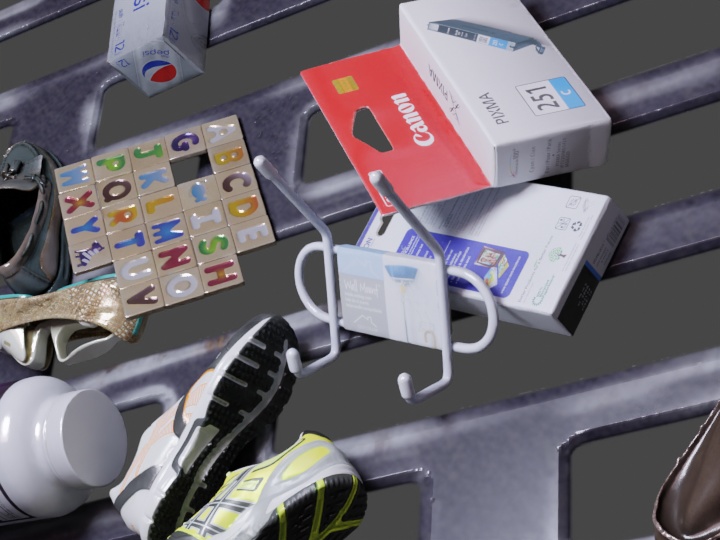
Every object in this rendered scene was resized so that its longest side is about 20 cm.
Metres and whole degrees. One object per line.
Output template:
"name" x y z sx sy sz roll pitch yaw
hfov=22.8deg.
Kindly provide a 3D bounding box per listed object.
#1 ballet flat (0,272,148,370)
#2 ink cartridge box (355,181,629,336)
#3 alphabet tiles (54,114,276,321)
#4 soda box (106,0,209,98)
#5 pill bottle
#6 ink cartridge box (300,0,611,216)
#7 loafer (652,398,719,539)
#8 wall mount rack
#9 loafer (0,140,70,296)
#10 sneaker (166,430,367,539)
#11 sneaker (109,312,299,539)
"ballet flat" -0.261 0.049 1.510 0.200 0.070 0.065 -13 64 35
"ink cartridge box" 0.089 -0.019 1.300 0.200 0.039 0.099 14 70 42
"alphabet tiles" -0.164 -0.043 1.493 0.167 0.008 0.200 -17 46 -3
"soda box" -0.184 -0.263 1.674 0.068 0.063 0.200 -22 48 27
"pill bottle" -0.286 0.147 1.424 0.200 0.112 0.113 -13 53 31
"ink cartridge box" 0.066 -0.132 1.333 0.176 0.045 0.200 -14 42 -14
"loafer" 0.238 0.090 1.077 0.200 0.071 0.073 -52 43 -5
"wall mount rack" 0.000 0.000 1.273 0.200 0.174 0.075 10 23 42
"loafer" -0.304 -0.054 1.619 0.072 0.063 0.200 -32 45 16
"sneaker" -0.088 0.189 1.274 0.200 0.075 0.076 -30 38 4
"sneaker" -0.122 0.113 1.347 0.080 0.074 0.200 23 75 47
